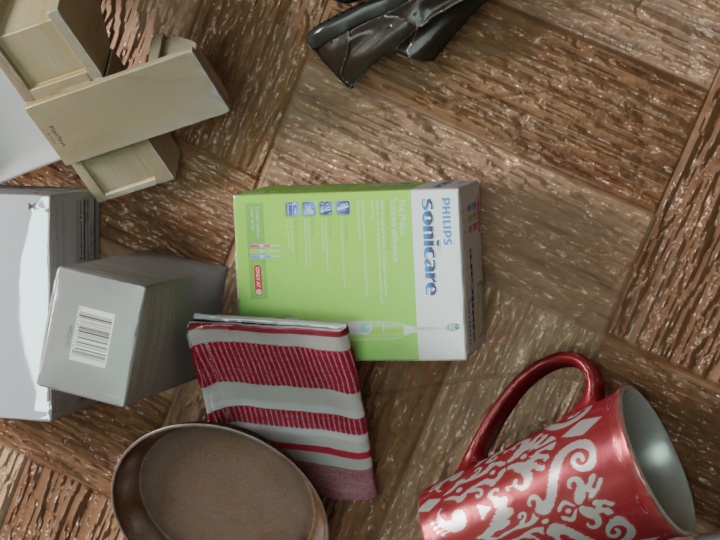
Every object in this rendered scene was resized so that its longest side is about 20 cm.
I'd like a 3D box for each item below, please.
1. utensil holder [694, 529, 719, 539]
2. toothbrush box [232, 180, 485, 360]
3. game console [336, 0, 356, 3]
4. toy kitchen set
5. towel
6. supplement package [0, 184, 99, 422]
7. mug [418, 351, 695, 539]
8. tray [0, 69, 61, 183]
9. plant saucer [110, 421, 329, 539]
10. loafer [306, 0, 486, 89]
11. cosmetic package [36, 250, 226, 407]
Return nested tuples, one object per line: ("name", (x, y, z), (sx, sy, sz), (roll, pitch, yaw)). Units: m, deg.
("utensil holder", (0.379, 0.271, 1.421), (0.200, 0.170, 0.170), (-14, 92, 18))
("toothbrush box", (0.000, 0.000, 1.536), (0.200, 0.086, 0.146), (-1, 97, 17))
("game console", (-0.052, -0.346, 1.500), (0.171, 0.118, 0.200), (26, 102, 11))
("toy kitchen set", (-0.197, -0.205, 1.578), (0.163, 0.181, 0.200), (-15, 131, 19))
("towel", (-0.066, 0.121, 1.545), (0.144, 0.023, 0.200), (3, 131, 14))
("supplement package", (-0.327, 0.025, 1.615), (0.155, 0.111, 0.200), (3, 96, 15))
("mug", (0.160, 0.181, 1.511), (0.200, 0.178, 0.133), (-27, 125, 20))
("tray", (-0.330, -0.182, 1.621), (0.107, 0.022, 0.200), (-24, 89, -21))
("plant saucer", (-0.121, 0.208, 1.585), (0.200, 0.035, 0.201), (8, 123, 12))
("loafer", (0.055, -0.213, 1.515), (0.200, 0.073, 0.071), (-22, 99, 21))
("cosmetic package", (-0.190, 0.046, 1.535), (0.090, 0.200, 0.107), (12, 96, 12))
